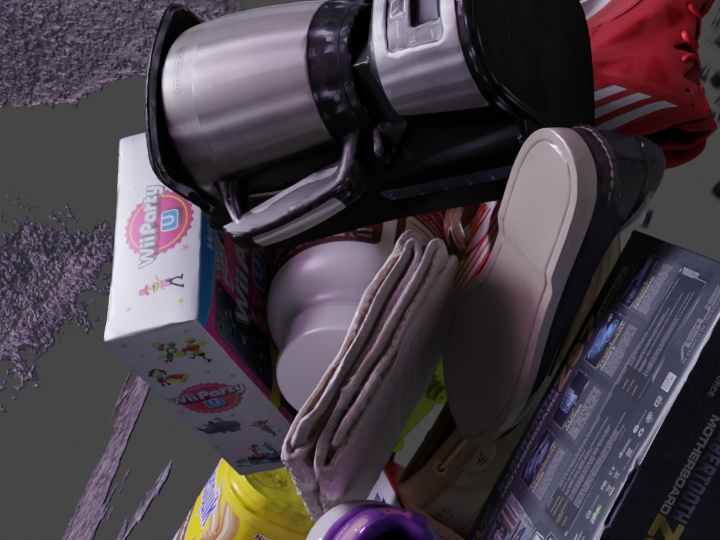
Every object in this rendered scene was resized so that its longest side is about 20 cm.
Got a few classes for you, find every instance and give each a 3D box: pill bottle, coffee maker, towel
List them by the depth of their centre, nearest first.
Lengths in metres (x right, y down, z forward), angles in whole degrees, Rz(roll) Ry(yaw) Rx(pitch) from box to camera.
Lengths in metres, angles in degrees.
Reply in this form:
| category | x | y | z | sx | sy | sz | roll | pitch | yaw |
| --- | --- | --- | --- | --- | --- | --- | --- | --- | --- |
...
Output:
| category | x | y | z | sx | sy | sz | roll | pitch | yaw |
| --- | --- | --- | --- | --- | --- | --- | --- | --- | --- |
| towel | 0.006 | 0.062 | 0.784 | 0.133 | 0.034 | 0.200 | -60 | -11 | -16 |
| coffee maker | 0.019 | -0.091 | 0.798 | 0.199 | 0.136 | 0.192 | -10 | -1 | 30 |
| pill bottle | 0.000 | 0.000 | 0.982 | 0.113 | 0.113 | 0.201 | -53 | 18 | 38 |

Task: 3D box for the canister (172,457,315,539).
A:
| category | x | y | z | sx | sy | sz | roll | pitch | yaw |
| --- | --- | --- | --- | --- | --- | --- | --- | --- | --- |
| canister | -0.100 | 0.218 | 1.233 | 0.200 | 0.086 | 0.149 | -59 | 11 | 25 |

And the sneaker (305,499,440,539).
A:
| category | x | y | z | sx | sy | sz | roll | pitch | yaw |
| --- | --- | --- | --- | --- | --- | --- | --- | --- | --- |
| sneaker | 0.009 | 0.194 | 0.682 | 0.089 | 0.080 | 0.201 | 122 | 150 | -64 |

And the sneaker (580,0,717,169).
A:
| category | x | y | z | sx | sy | sz | roll | pitch | yaw |
| --- | --- | --- | --- | --- | --- | --- | --- | --- | --- |
| sneaker | 0.179 | -0.123 | 0.855 | 0.200 | 0.116 | 0.078 | -40 | -28 | -8 |

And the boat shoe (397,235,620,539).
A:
| category | x | y | z | sx | sy | sz | roll | pitch | yaw |
| --- | --- | --- | --- | --- | --- | --- | --- | --- | --- |
| boat shoe | 0.082 | 0.049 | 0.847 | 0.201 | 0.069 | 0.074 | -66 | 12 | -16 |

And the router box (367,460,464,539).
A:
| category | x | y | z | sx | sy | sz | roll | pitch | yaw |
| --- | --- | --- | --- | --- | --- | --- | --- | --- | --- |
| router box | -0.005 | 0.225 | 0.874 | 0.201 | 0.049 | 0.180 | -61 | 11 | 4 |

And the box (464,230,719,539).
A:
| category | x | y | z | sx | sy | sz | roll | pitch | yaw |
| --- | --- | --- | --- | --- | --- | --- | --- | --- | --- |
| box | 0.112 | 0.087 | 0.664 | 0.201 | 0.051 | 0.158 | -62 | 9 | 3 |

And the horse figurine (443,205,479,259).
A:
| category | x | y | z | sx | sy | sz | roll | pitch | yaw |
| --- | --- | --- | --- | --- | --- | --- | --- | --- | --- |
| horse figurine | 0.090 | -0.110 | 0.939 | 0.201 | 0.050 | 0.132 | -68 | -17 | 15 |

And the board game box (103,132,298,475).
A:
| category | x | y | z | sx | sy | sz | roll | pitch | yaw |
| --- | --- | --- | --- | --- | --- | --- | --- | --- | --- |
| board game box | -0.088 | 0.022 | 0.981 | 0.064 | 0.200 | 0.148 | -12 | 57 | 17 |

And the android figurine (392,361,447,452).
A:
| category | x | y | z | sx | sy | sz | roll | pitch | yaw |
| --- | --- | --- | --- | --- | --- | --- | --- | --- | --- |
| android figurine | -0.016 | 0.051 | 1.084 | 0.182 | 0.041 | 0.200 | -42 | 53 | -5 |

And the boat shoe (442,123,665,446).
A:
| category | x | y | z | sx | sy | sz | roll | pitch | yaw |
| --- | --- | --- | --- | --- | --- | --- | --- | --- | --- |
| boat shoe | 0.093 | 0.013 | 0.744 | 0.073 | 0.062 | 0.201 | 60 | 147 | 37 |

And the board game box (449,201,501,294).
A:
| category | x | y | z | sx | sy | sz | roll | pitch | yaw |
| --- | --- | --- | --- | --- | --- | --- | --- | --- | --- |
| board game box | 0.120 | -0.064 | 1.003 | 0.201 | 0.046 | 0.152 | -59 | 11 | 17 |
